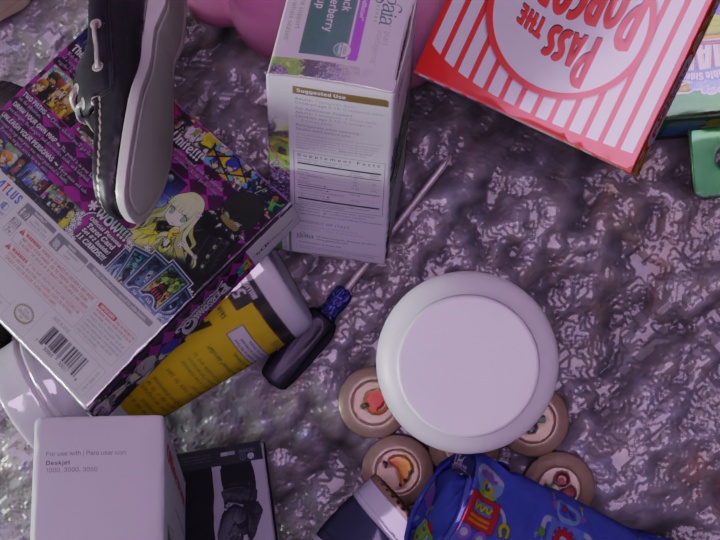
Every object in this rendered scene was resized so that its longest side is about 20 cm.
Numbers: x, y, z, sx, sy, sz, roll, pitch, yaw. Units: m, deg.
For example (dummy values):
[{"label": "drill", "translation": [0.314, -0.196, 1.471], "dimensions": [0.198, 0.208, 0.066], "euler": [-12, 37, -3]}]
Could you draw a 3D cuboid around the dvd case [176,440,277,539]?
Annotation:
[{"label": "dvd case", "translation": [-0.125, 0.221, 1.150], "dimensions": [0.150, 0.025, 0.200], "euler": [-9, 67, 0]}]

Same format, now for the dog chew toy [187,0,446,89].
[{"label": "dog chew toy", "translation": [-0.032, -0.190, 1.151], "dimensions": [0.200, 0.125, 0.125], "euler": [14, 89, 12]}]

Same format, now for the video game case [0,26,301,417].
[{"label": "video game case", "translation": [-0.170, -0.034, 1.101], "dimensions": [0.200, 0.036, 0.181], "euler": [40, 82, 22]}]

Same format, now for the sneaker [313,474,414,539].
[{"label": "sneaker", "translation": [0.034, 0.244, 1.138], "dimensions": [0.108, 0.070, 0.200], "euler": [-40, 79, -3]}]

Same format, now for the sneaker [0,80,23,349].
[{"label": "sneaker", "translation": [-0.216, -0.023, 1.174], "dimensions": [0.114, 0.076, 0.200], "euler": [11, 84, 10]}]

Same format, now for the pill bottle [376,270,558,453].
[{"label": "pill bottle", "translation": [0.066, 0.056, 1.078], "dimensions": [0.112, 0.200, 0.112], "euler": [0, 88, 3]}]

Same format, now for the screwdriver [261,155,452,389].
[{"label": "screwdriver", "translation": [0.000, 0.000, 1.182], "dimensions": [0.028, 0.029, 0.200], "euler": [39, 96, 3]}]

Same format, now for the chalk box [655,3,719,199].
[{"label": "chalk box", "translation": [0.239, -0.150, 1.128], "dimensions": [0.124, 0.124, 0.200], "euler": [-6, 88, 3]}]

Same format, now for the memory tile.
[{"label": "memory tile", "translation": [0.080, 0.143, 1.183], "dimensions": [0.153, 0.017, 0.200], "euler": [-20, 88, 3]}]

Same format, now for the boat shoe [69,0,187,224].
[{"label": "boat shoe", "translation": [-0.149, -0.118, 1.072], "dimensions": [0.060, 0.074, 0.200], "euler": [-1, 64, 8]}]

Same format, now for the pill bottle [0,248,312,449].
[{"label": "pill bottle", "translation": [-0.142, 0.041, 1.151], "dimensions": [0.200, 0.111, 0.111], "euler": [-32, 87, 2]}]

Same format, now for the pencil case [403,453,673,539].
[{"label": "pencil case", "translation": [0.124, 0.180, 1.113], "dimensions": [0.200, 0.078, 0.087], "euler": [25, 58, -19]}]

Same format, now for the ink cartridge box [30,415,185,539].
[{"label": "ink cartridge box", "translation": [-0.154, 0.203, 1.066], "dimensions": [0.085, 0.145, 0.200], "euler": [-3, 67, -2]}]

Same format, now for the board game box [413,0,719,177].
[{"label": "board game box", "translation": [0.144, -0.179, 1.058], "dimensions": [0.151, 0.046, 0.200], "euler": [26, 96, 13]}]

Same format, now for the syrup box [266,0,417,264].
[{"label": "syrup box", "translation": [-0.012, -0.091, 1.094], "dimensions": [0.081, 0.200, 0.079], "euler": [9, 60, 5]}]

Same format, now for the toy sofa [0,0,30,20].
[{"label": "toy sofa", "translation": [-0.335, -0.184, 1.192], "dimensions": [0.200, 0.098, 0.083], "euler": [-37, 62, 2]}]
